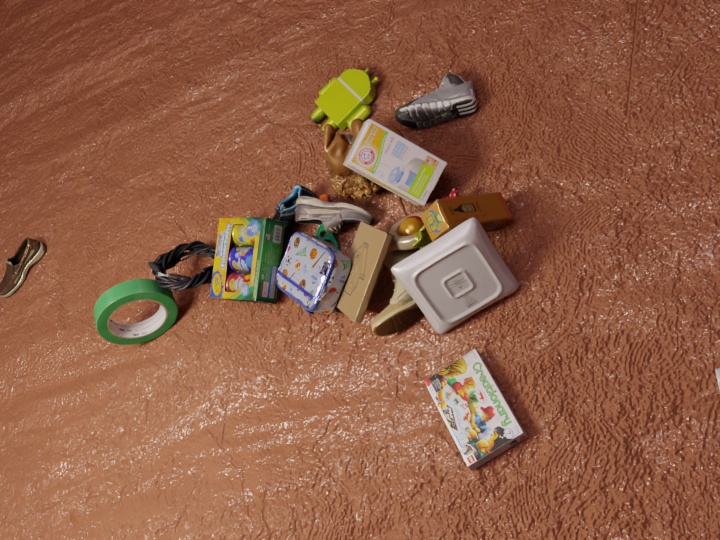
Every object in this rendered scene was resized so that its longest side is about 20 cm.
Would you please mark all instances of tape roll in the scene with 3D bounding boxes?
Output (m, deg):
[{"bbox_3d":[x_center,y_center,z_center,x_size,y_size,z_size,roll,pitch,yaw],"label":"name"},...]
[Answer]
[{"bbox_3d":[-0.561,0.105,1.917,0.200,0.200,0.048,-35,53,10],"label":"tape roll"}]

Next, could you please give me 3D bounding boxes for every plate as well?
[{"bbox_3d":[0.194,0.021,1.540,0.199,0.200,0.032,-32,27,12],"label":"plate"}]

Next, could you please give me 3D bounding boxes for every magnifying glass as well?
[{"bbox_3d":[-0.087,-0.094,1.861,0.079,0.022,0.201,-14,63,23],"label":"magnifying glass"}]

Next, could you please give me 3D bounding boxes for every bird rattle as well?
[{"bbox_3d":[0.136,-0.098,1.651,0.162,0.113,0.200,-6,40,29],"label":"bird rattle"}]

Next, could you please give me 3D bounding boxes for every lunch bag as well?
[{"bbox_3d":[-0.111,0.009,1.758,0.200,0.075,0.161,34,102,50],"label":"lunch bag"}]

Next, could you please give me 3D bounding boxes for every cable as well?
[{"bbox_3d":[-0.422,-0.014,1.924,0.199,0.051,0.163,-18,37,-33],"label":"cable"}]

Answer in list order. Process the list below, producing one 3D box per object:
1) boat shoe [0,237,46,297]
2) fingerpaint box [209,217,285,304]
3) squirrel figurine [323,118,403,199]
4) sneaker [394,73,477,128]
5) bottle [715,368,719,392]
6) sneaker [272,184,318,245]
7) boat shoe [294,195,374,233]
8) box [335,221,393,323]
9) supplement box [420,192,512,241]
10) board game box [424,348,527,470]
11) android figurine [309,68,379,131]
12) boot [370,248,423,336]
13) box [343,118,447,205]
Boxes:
[{"bbox_3d":[-1.050,-0.015,2.329,0.075,0.075,0.203,30,84,36],"label":"boat shoe"},{"bbox_3d":[-0.276,-0.025,1.857,0.166,0.073,0.201,3,84,39],"label":"fingerpaint box"},{"bbox_3d":[0.018,-0.261,1.833,0.186,0.141,0.201,0,80,18],"label":"squirrel figurine"},{"bbox_3d":[0.181,-0.413,1.840,0.199,0.075,0.116,-6,59,16],"label":"sneaker"},{"bbox_3d":[0.695,0.171,1.260,0.199,0.065,0.084,-13,60,24],"label":"bottle"},{"bbox_3d":[-0.194,-0.129,1.899,0.200,0.082,0.073,-50,56,1],"label":"sneaker"},{"bbox_3d":[-0.064,-0.123,1.822,0.199,0.074,0.074,12,84,19],"label":"boat shoe"},{"bbox_3d":[0.000,0.000,1.686,0.163,0.021,0.201,32,103,65],"label":"box"},{"bbox_3d":[0.220,-0.112,1.579,0.069,0.199,0.067,-39,68,45],"label":"supplement box"},{"bbox_3d":[0.222,0.269,1.499,0.126,0.035,0.200,-35,55,10],"label":"board game box"},{"bbox_3d":[-0.039,-0.443,1.989,0.200,0.041,0.182,-45,53,4],"label":"android figurine"},{"bbox_3d":[0.081,0.036,1.665,0.200,0.073,0.156,-37,55,1],"label":"boot"},{"bbox_3d":[0.074,-0.239,1.710,0.199,0.101,0.113,29,91,-9],"label":"box"}]
